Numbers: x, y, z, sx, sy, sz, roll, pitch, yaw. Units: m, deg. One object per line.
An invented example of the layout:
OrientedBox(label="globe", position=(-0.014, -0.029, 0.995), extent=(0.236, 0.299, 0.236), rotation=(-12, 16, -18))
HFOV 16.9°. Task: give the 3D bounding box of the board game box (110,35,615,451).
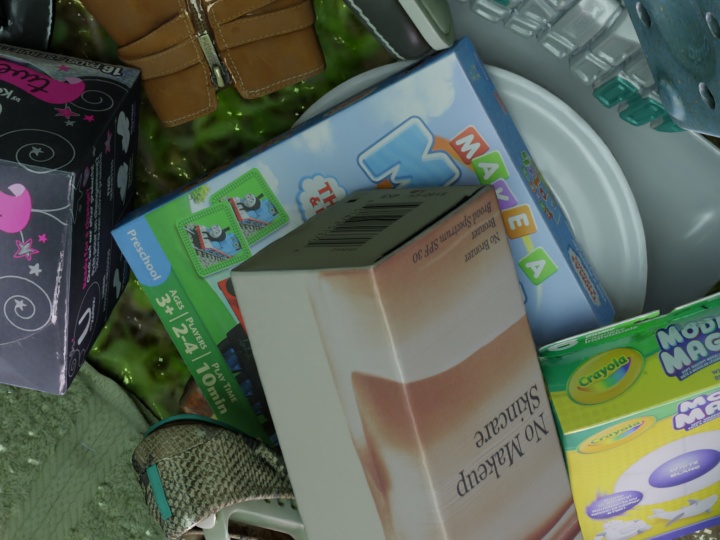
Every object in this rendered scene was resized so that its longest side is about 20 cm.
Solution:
OrientedBox(label="board game box", position=(0.000, 0.000, 1.167), extent=(0.199, 0.037, 0.152), rotation=(-26, 99, 21))

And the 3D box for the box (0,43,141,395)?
OrientedBox(label="box", position=(-0.219, -0.038, 1.185), extent=(0.198, 0.115, 0.133), rotation=(11, 123, 6))

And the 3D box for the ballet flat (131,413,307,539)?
OrientedBox(label="ballet flat", position=(-0.026, 0.121, 1.150), extent=(0.068, 0.076, 0.199), rotation=(-34, 147, 32))

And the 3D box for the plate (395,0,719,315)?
OrientedBox(label="plate", position=(0.076, -0.026, 1.230), extent=(0.200, 0.032, 0.200), rotation=(38, 107, -8))

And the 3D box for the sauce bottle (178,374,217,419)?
OrientedBox(label="sauce bottle", position=(0.004, 0.094, 1.260), extent=(0.199, 0.066, 0.066), rotation=(31, 109, -4))

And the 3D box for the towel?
OrientedBox(label="towel", position=(-0.177, 0.136, 1.248), extent=(0.148, 0.036, 0.201), rotation=(40, 64, -10))

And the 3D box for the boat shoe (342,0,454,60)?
OrientedBox(label="boat shoe", position=(-0.031, -0.173, 1.095), extent=(0.060, 0.072, 0.202), rotation=(-30, 109, 18))

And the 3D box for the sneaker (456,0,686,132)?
OrientedBox(label="sneaker", position=(0.101, -0.154, 1.158), extent=(0.200, 0.092, 0.077), rotation=(39, 143, -15))

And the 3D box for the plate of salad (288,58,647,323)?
OrientedBox(label="plate of salad", position=(0.045, -0.008, 1.197), extent=(0.198, 0.048, 0.202), rotation=(5, 109, 15))

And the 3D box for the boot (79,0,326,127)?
OrientedBox(label="boot", position=(-0.048, -0.164, 1.168), extent=(0.199, 0.077, 0.156), rotation=(-21, 106, 12))

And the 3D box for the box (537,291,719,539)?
OrientedBox(label="box", position=(0.150, 0.073, 1.177), extent=(0.116, 0.049, 0.200), rotation=(-18, 149, 0))

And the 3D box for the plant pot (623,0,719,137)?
OrientedBox(label="plant pot", position=(0.218, -0.151, 1.053), extent=(0.199, 0.196, 0.197), rotation=(-27, 106, -12))

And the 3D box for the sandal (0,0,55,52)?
OrientedBox(label="sandal", position=(-0.193, -0.183, 1.191), extent=(0.074, 0.045, 0.202), rotation=(0, 109, 5))

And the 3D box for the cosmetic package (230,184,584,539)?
OrientedBox(label="cosmetic package", position=(0.026, 0.072, 1.099), extent=(0.087, 0.103, 0.202), rotation=(-1, 113, 39))
